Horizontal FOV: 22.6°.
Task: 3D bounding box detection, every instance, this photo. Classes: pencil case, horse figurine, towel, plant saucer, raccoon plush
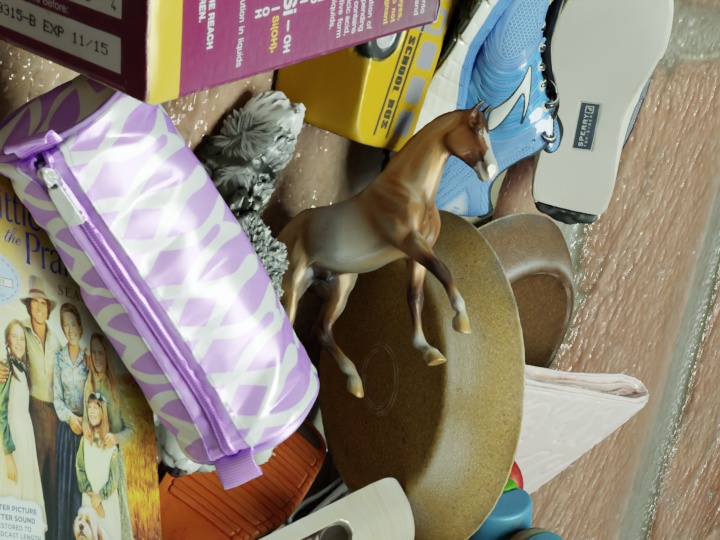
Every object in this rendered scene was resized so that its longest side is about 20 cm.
[{"bbox_3d":[-0.094,-0.001,0.838,0.084,0.086,0.200,-27,114,13],"label":"pencil case"},{"bbox_3d":[0.000,0.000,1.009,0.050,0.200,0.133,10,61,-44],"label":"horse figurine"},{"bbox_3d":[0.074,0.127,1.194,0.200,0.032,0.191,-39,152,23],"label":"towel"},{"bbox_3d":[0.076,0.054,1.194,0.200,0.034,0.201,-33,144,-27],"label":"plant saucer"},{"bbox_3d":[-0.061,0.020,0.992,0.200,0.097,0.134,-53,151,-20],"label":"raccoon plush"},{"bbox_3d":[0.024,0.064,1.049,0.035,0.200,0.201,2,109,-30],"label":"plant saucer"}]

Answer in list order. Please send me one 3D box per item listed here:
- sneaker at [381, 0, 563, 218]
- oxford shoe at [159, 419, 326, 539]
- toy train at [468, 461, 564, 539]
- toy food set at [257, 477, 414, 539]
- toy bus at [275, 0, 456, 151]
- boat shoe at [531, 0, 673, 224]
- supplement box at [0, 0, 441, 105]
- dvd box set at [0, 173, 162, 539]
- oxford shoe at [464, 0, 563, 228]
[{"bbox_3d":[0.083,-0.116,1.050,0.089,0.079,0.200,16,122,-13],"label":"sneaker"},{"bbox_3d":[-0.097,0.155,1.053,0.200,0.071,0.073,-40,163,-35],"label":"oxford shoe"},{"bbox_3d":[0.080,0.220,1.118,0.085,0.116,0.200,-14,119,-27],"label":"toy train"},{"bbox_3d":[-0.069,0.199,1.018,0.143,0.060,0.200,-20,153,-45],"label":"toy food set"},{"bbox_3d":[0.017,-0.172,0.999,0.078,0.065,0.200,7,104,-54],"label":"toy bus"},{"bbox_3d":[0.152,-0.135,1.169,0.093,0.075,0.200,-79,-177,-54],"label":"boat shoe"},{"bbox_3d":[-0.068,-0.161,0.838,0.200,0.131,0.103,-22,127,-44],"label":"supplement box"},{"bbox_3d":[-0.151,0.047,0.841,0.146,0.029,0.200,23,56,-55],"label":"dvd box set"},{"bbox_3d":[0.081,-0.090,1.121,0.070,0.075,0.200,-26,130,-47],"label":"oxford shoe"}]
